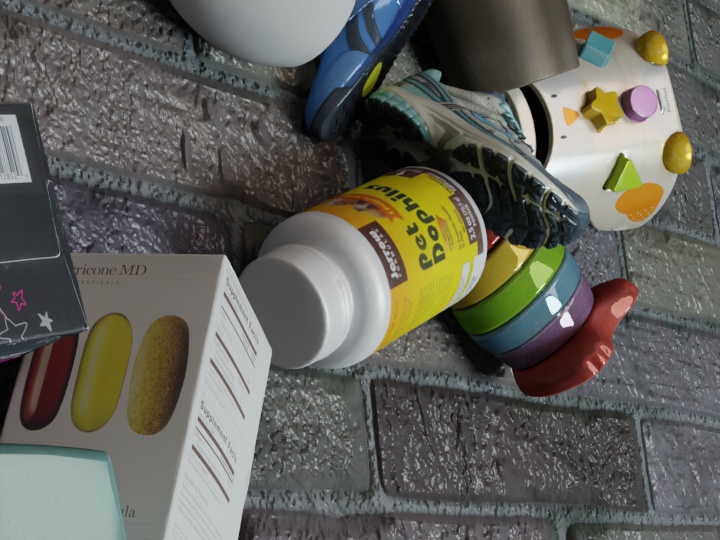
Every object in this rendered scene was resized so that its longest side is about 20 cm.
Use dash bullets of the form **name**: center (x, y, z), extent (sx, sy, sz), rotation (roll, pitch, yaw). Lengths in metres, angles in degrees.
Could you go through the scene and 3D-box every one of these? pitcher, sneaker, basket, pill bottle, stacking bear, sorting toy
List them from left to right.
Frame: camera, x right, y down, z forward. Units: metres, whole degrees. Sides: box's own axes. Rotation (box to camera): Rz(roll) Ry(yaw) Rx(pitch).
- **pitcher**: center (-0.078, -0.244, 1.056), extent (0.199, 0.171, 0.122), rotation (37, 22, -35)
- **sneaker**: center (-0.006, -0.187, 1.216), extent (0.078, 0.066, 0.201), rotation (27, 64, 6)
- **pill bottle**: center (0.000, 0.000, 1.104), extent (0.199, 0.108, 0.110), rotation (-28, 98, -53)
- **basket**: center (0.104, -0.252, 1.323), extent (0.180, 0.135, 0.202), rotation (-23, 98, -52)
- **sneaker**: center (0.097, -0.095, 1.174), extent (0.086, 0.199, 0.078), rotation (-40, 152, -31)
- **stacking bear**: center (0.109, -0.007, 1.248), extent (0.200, 0.113, 0.122), rotation (48, 43, -13)
- **sorting toy**: center (0.200, -0.137, 1.445), extent (0.178, 0.106, 0.203), rotation (-10, 83, -33)

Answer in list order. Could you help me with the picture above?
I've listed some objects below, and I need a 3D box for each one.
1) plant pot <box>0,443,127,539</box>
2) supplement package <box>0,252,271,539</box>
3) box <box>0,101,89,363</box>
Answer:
- **plant pot**: center (-0.206, 0.146, 0.695), extent (0.198, 0.141, 0.143), rotation (-11, 83, -24)
- **supplement package**: center (-0.129, 0.103, 0.872), extent (0.110, 0.112, 0.202), rotation (69, 25, -56)
- **box**: center (-0.256, -0.007, 0.778), extent (0.199, 0.114, 0.134), rotation (-9, 82, -54)
